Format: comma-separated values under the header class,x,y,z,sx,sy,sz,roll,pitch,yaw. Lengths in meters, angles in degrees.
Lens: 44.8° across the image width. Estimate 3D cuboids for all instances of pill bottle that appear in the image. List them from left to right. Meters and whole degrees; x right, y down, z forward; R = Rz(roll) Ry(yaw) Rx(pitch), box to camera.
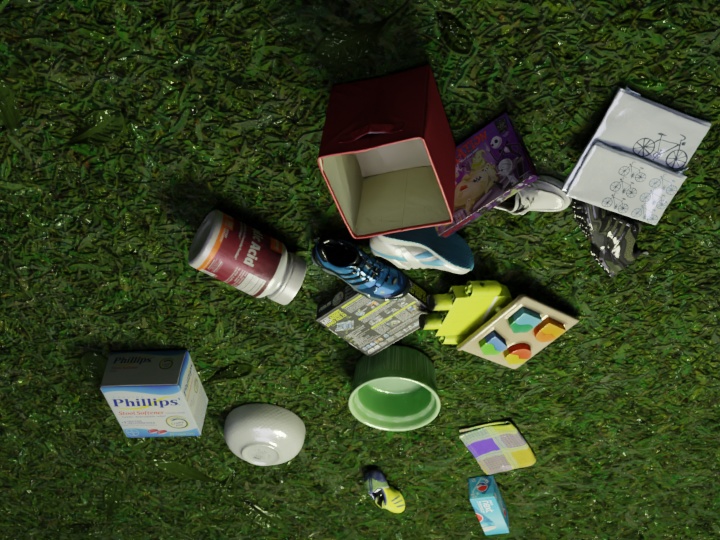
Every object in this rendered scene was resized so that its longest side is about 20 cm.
class,x,y,z,sx,sy,sz,roll,pitch,yaw
pill bottle,-0.207,-0.020,1.617,0.199,0.115,0.114,27,132,-23

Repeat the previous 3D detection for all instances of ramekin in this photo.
class,x,y,z,sx,sy,sz,roll,pitch,yaw
ramekin,0.074,0.253,1.897,0.198,0.098,0.201,2,137,2

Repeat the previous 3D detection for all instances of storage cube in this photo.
class,x,y,z,sx,sy,sz,roll,pitch,yaw
storage cube,0.047,-0.183,1.370,0.169,0.181,0.201,-9,137,18

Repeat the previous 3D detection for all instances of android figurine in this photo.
class,x,y,z,sx,sy,sz,roll,pitch,yaw
android figurine,0.217,0.081,1.711,0.198,0.041,0.183,1,139,-22

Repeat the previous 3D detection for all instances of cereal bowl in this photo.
class,x,y,z,sx,sy,sz,roll,pitch,yaw
cereal bowl,-0.232,0.408,2.097,0.198,0.084,0.201,1,137,1

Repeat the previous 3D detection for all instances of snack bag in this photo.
class,x,y,z,sx,sy,sz,roll,pitch,yaw
snack bag,0.455,-0.183,1.428,0.187,0.021,0.201,17,120,-15

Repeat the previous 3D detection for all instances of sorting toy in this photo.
class,x,y,z,sx,sy,sz,roll,pitch,yaw
sorting toy,0.318,0.132,1.749,0.199,0.037,0.185,18,131,-37

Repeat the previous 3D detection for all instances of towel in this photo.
class,x,y,z,sx,sy,sz,roll,pitch,yaw
towel,0.334,0.432,2.125,0.142,0.023,0.201,-15,134,20

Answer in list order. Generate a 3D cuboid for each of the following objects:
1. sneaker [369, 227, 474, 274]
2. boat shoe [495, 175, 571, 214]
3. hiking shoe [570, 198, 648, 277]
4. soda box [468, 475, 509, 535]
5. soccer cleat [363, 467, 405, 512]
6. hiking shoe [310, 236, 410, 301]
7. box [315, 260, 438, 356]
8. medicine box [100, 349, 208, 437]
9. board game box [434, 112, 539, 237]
class,x,y,z,sx,sy,sz,roll,pitch,yaw
sneaker,0.113,-0.039,1.610,0.198,0.077,0.081,19,143,-6
boat shoe,0.269,-0.129,1.500,0.198,0.066,0.072,15,136,-11
hiking shoe,0.441,-0.086,1.543,0.100,0.076,0.201,-31,125,2
soda box,0.337,0.617,2.291,0.067,0.065,0.201,-10,134,15
soccer cleat,0.060,0.589,2.266,0.064,0.084,0.201,-15,134,19
hiking shoe,0.000,0.000,1.607,0.198,0.075,0.087,22,169,0
box,0.034,0.080,1.757,0.160,0.045,0.199,36,128,-28
medicine box,-0.458,0.277,1.960,0.180,0.104,0.201,-3,137,7
board game box,0.189,-0.155,1.445,0.199,0.121,0.032,-34,153,33
